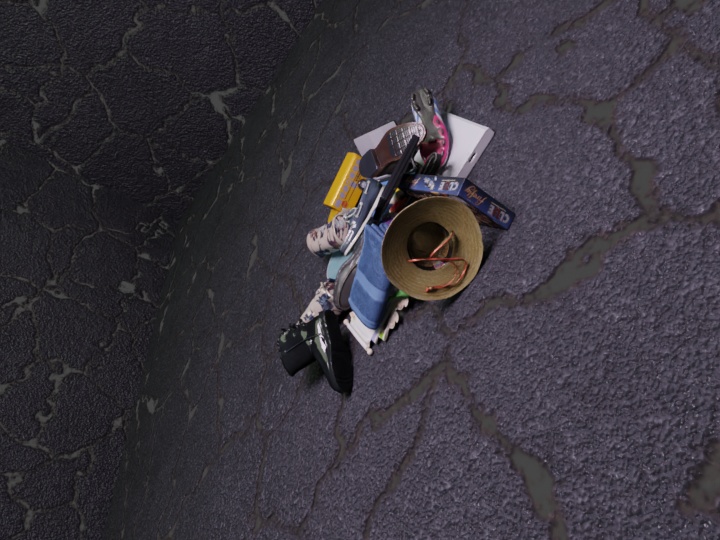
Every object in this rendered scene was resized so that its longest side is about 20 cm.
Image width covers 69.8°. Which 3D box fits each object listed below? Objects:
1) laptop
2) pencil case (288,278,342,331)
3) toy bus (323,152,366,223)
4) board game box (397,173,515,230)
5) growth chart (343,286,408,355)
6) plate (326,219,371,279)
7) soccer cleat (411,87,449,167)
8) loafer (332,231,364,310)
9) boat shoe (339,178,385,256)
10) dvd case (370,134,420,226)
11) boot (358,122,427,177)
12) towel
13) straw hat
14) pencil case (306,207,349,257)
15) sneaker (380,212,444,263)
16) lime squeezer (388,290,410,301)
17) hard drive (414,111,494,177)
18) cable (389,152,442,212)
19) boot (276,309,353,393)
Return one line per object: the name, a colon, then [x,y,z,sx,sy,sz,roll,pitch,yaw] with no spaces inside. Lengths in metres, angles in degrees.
laptop: [0.042,-0.240,1.298,0.116,0.202,0.186,-38,18,-28]
pencil case: [-0.109,0.116,1.275,0.201,0.089,0.078,-52,17,23]
toy bus: [-0.040,-0.221,1.448,0.202,0.078,0.065,-64,29,1]
board game box: [0.175,-0.133,0.973,0.035,0.134,0.199,-64,29,-1]
growth chart: [0.038,0.080,1.114,0.202,0.018,0.145,-60,42,21]
plate: [-0.024,-0.057,1.328,0.201,0.025,0.202,-50,22,29]
soccer cleat: [0.163,-0.312,1.159,0.069,0.086,0.204,-15,74,20]
loafer: [0.000,0.000,1.171,0.072,0.072,0.203,20,85,60]
boat shoe: [-0.004,-0.131,1.231,0.202,0.061,0.075,-62,1,-7]
dvd case: [0.067,-0.175,1.055,0.144,0.017,0.200,-63,-1,-11]
boot: [0.091,-0.266,1.146,0.199,0.096,0.076,-23,78,45]
towel: [0.027,0.013,1.054,0.112,0.048,0.203,51,133,48]
straw hat: [0.121,-0.050,0.940,0.202,0.199,0.085,-55,23,16]
pencil case: [-0.075,-0.092,1.348,0.199,0.077,0.091,-19,54,62]
sneaker: [0.107,-0.059,1.057,0.199,0.080,0.090,25,94,46]
lime squeezer: [0.093,0.005,1.018,0.071,0.037,0.202,-120,39,-49]
hard drive: [0.202,-0.274,1.149,0.133,0.026,0.200,-58,30,12]
cable: [0.109,-0.177,1.125,0.200,0.050,0.098,128,161,-59]
boot: [-0.109,0.199,1.176,0.161,0.073,0.201,-28,68,30]
